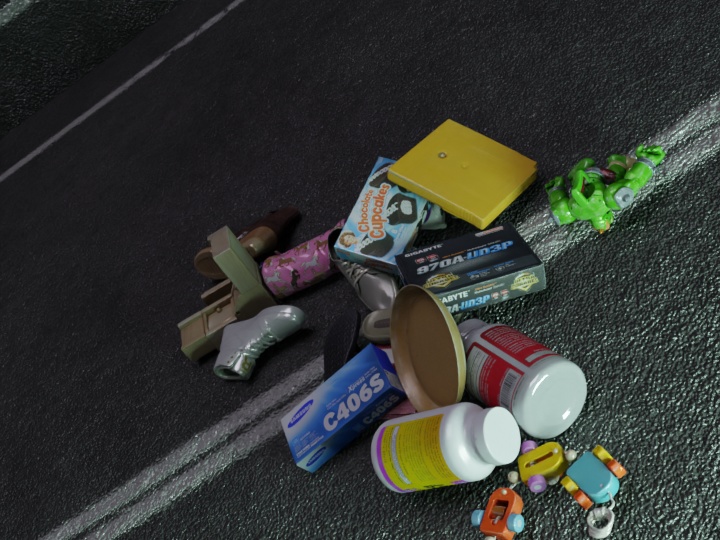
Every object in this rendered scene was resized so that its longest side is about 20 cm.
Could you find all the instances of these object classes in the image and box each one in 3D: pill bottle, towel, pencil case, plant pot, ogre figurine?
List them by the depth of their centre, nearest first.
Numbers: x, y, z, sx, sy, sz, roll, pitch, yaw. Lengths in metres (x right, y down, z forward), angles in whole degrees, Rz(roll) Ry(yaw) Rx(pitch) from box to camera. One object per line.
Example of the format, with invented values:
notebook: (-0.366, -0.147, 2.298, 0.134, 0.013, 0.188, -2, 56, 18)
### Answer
pill bottle: (0.115, 0.236, 1.358, 0.200, 0.104, 0.105, -22, 38, 44)
pill bottle: (0.207, 0.141, 1.396, 0.112, 0.112, 0.200, -46, 36, -8)
plant pot: (0.099, 0.117, 1.447, 0.027, 0.201, 0.200, -11, 27, -25)
ogre figurine: (0.361, -0.125, 1.554, 0.199, 0.098, 0.120, 3, 42, 31)
towel: (0.067, 0.151, 1.595, 0.144, 0.023, 0.200, -8, 45, 41)
pencil case: (-0.087, -0.022, 1.871, 0.199, 0.087, 0.083, -24, 7, 22)

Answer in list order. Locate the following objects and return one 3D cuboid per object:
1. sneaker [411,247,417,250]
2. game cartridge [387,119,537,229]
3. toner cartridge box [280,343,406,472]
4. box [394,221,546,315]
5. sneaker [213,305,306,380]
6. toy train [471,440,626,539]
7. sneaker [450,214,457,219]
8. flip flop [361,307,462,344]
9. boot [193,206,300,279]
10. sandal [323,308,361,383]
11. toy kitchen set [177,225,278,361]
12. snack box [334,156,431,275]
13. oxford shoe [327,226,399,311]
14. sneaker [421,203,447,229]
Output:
sneaker: (0.059, -0.072, 1.795, 0.108, 0.070, 0.201, -11, 52, 42)
game cartridge: (0.175, -0.165, 1.704, 0.200, 0.033, 0.176, 32, 56, 26)
toner cartridge box: (-0.029, 0.213, 1.560, 0.200, 0.043, 0.095, -42, 43, 15)
box: (0.167, 0.001, 1.566, 0.199, 0.046, 0.159, -16, 29, -4)
sneaker: (-0.181, 0.138, 1.801, 0.200, 0.074, 0.116, -23, 40, 38)
toy train: (0.242, 0.288, 1.261, 0.199, 0.056, 0.151, -10, 47, 41)
sneaker: (0.201, -0.182, 1.795, 0.115, 0.076, 0.201, -19, 49, 17)
flip flop: (0.080, 0.068, 1.604, 0.199, 0.058, 0.081, -10, 43, 35)
boot: (-0.229, -0.058, 2.057, 0.199, 0.073, 0.166, -16, 21, 37)
sandal: (-0.026, 0.161, 1.657, 0.075, 0.045, 0.201, -21, 53, 45)
toy kitchen set: (-0.287, 0.025, 1.918, 0.200, 0.181, 0.163, -30, 35, 7)
snack box: (0.048, -0.095, 1.717, 0.116, 0.037, 0.200, 16, 62, 18)
oxford shoe: (0.000, 0.000, 1.721, 0.075, 0.058, 0.200, -47, 57, 23)
sneaker: (0.104, -0.149, 1.814, 0.083, 0.081, 0.200, -12, 42, 10)
